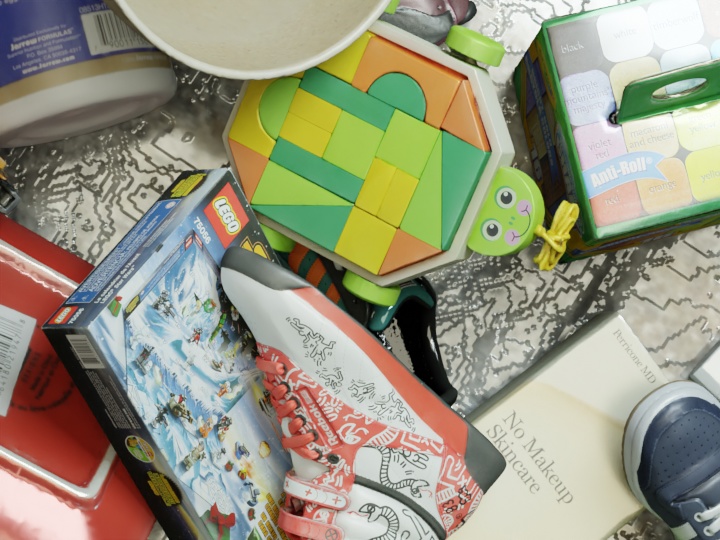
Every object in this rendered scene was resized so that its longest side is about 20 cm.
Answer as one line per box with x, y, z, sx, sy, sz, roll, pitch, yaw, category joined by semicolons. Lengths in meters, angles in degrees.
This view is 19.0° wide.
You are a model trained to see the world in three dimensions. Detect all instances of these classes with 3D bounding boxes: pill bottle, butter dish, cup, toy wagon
-0.185;-0.181;1.227;0.119;0.120;0.201;-15;87;-3;pill bottle
-0.207;0.090;1.206;0.199;0.148;0.201;30;46;-8;butter dish
-0.084;-0.209;1.127;0.199;0.143;0.202;-9;107;-31;cup
0.023;-0.060;1.159;0.199;0.040;0.156;28;103;20;toy wagon

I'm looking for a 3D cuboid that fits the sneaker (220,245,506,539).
-0.021;0.085;1.147;0.201;0.067;0.108;42;82;-21;sneaker

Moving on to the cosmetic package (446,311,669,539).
0.095;0.123;1.242;0.200;0.073;0.104;-38;89;-2;cosmetic package

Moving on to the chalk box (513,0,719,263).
0.165;-0.083;1.192;0.124;0.200;0.125;-13;87;-2;chalk box

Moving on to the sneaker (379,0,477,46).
0.028;-0.201;1.266;0.115;0.076;0.201;26;97;-5;sneaker

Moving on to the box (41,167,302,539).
-0.077;0.065;1.166;0.137;0.040;0.201;-51;126;-38;box

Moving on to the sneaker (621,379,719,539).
0.211;0.155;1.179;0.070;0.109;0.201;-30;125;-8;sneaker

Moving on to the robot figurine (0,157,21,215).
-0.272;-0.091;1.188;0.058;0.145;0.200;-49;58;-1;robot figurine

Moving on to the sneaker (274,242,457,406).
0.000;0.000;1.233;0.071;0.080;0.201;-28;93;-34;sneaker

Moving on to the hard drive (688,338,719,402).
0.311;0.082;1.274;0.200;0.027;0.132;43;86;2;hard drive
